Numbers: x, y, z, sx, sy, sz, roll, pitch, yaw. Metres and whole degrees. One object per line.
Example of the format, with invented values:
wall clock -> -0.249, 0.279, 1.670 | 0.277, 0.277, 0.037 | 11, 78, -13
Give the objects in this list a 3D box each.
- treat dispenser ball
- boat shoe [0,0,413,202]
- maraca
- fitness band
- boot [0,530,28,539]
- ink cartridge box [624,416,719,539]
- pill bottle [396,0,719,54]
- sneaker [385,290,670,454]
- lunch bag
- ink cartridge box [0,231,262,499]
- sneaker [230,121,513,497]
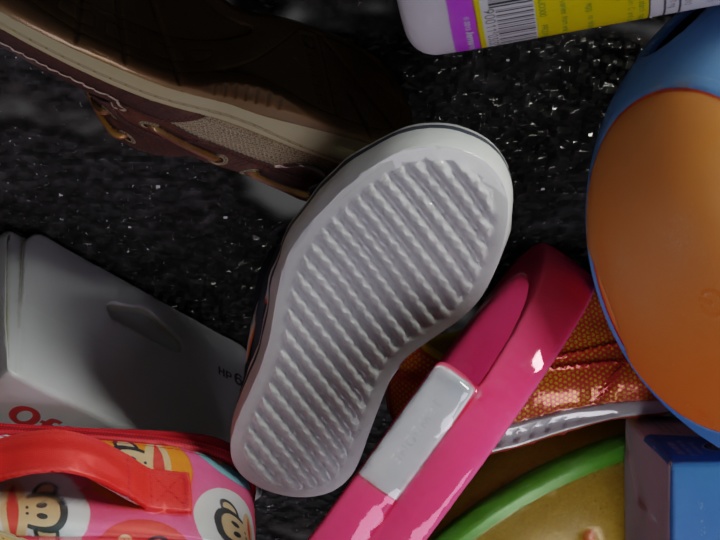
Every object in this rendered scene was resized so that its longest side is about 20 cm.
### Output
treat dispenser ball -> 0.184, -0.020, 0.856 | 0.200, 0.201, 0.201 | -3, 139, -3
boat shoe -> -0.076, -0.072, 0.870 | 0.199, 0.072, 0.072 | 17, 137, -35
maraca -> 0.072, 0.132, 1.082 | 0.200, 0.107, 0.137 | -35, 151, 17
fitness band -> 0.024, 0.075, 0.907 | 0.037, 0.144, 0.200 | 37, 103, 3
boot -> -0.119, 0.207, 0.864 | 0.072, 0.167, 0.200 | -20, 133, 9
ink cartridge box -> 0.219, 0.100, 0.966 | 0.199, 0.116, 0.068 | -1, 96, -2
pill bottle -> 0.106, -0.141, 0.783 | 0.199, 0.105, 0.104 | -10, 139, 4
sneaker -> 0.107, 0.027, 1.003 | 0.199, 0.073, 0.077 | -14, 98, -11
lunch bag -> -0.143, 0.126, 0.949 | 0.199, 0.082, 0.177 | 5, 136, -12
ink cartridge box -> -0.161, 0.089, 1.032 | 0.144, 0.085, 0.200 | 29, 127, -34
sneaker -> 0.000, 0.000, 0.904 | 0.078, 0.080, 0.200 | 22, 132, -11
